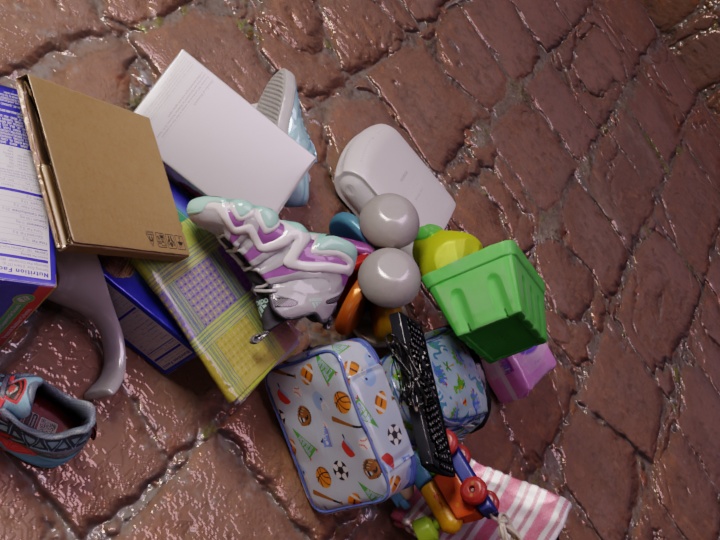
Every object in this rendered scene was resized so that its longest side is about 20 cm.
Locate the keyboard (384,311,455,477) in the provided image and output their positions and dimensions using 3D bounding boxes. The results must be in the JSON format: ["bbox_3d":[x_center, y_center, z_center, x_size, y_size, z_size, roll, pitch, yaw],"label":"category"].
[{"bbox_3d":[0.081,0.143,1.094,0.104,0.039,0.202,26,44,-52],"label":"keyboard"}]

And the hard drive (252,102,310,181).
[{"bbox_3d":[-0.163,-0.154,1.236,0.199,0.026,0.133,-27,87,-51],"label":"hard drive"}]

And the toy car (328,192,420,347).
[{"bbox_3d":[0.000,0.000,1.238,0.148,0.176,0.202,4,58,-4],"label":"toy car"}]

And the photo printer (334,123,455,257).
[{"bbox_3d":[0.050,-0.123,1.410,0.200,0.069,0.167,49,40,-14],"label":"photo printer"}]

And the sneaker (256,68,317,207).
[{"bbox_3d":[-0.099,-0.176,1.248,0.081,0.074,0.202,20,64,-39],"label":"sneaker"}]

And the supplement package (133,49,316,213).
[{"bbox_3d":[-0.174,-0.142,1.091,0.199,0.121,0.120,37,78,-13],"label":"supplement package"}]

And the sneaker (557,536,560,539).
[{"bbox_3d":[0.212,0.388,1.208,0.077,0.141,0.200,27,31,14],"label":"sneaker"}]

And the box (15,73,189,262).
[{"bbox_3d":[-0.246,-0.093,0.894,0.200,0.021,0.165,7,64,-70],"label":"box"}]

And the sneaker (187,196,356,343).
[{"bbox_3d":[-0.109,0.009,0.998,0.198,0.078,0.141,19,82,-16],"label":"sneaker"}]

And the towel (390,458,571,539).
[{"bbox_3d":[0.157,0.311,1.180,0.146,0.198,0.030,-45,143,-43],"label":"towel"}]

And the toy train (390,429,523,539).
[{"bbox_3d":[0.115,0.304,1.119,0.201,0.115,0.085,58,4,33],"label":"toy train"}]

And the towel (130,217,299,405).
[{"bbox_3d":[-0.155,0.039,1.016,0.201,0.023,0.144,56,40,-9],"label":"towel"}]

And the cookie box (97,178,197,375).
[{"bbox_3d":[-0.240,-0.014,1.029,0.200,0.075,0.172,43,42,-22],"label":"cookie box"}]

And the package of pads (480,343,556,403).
[{"bbox_3d":[0.226,0.099,1.457,0.120,0.075,0.201,-27,88,-53],"label":"package of pads"}]

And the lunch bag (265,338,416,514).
[{"bbox_3d":[-0.029,0.180,1.075,0.075,0.159,0.202,-17,85,-47],"label":"lunch bag"}]

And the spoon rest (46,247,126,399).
[{"bbox_3d":[-0.293,0.030,0.933,0.061,0.098,0.202,-48,124,-59],"label":"spoon rest"}]

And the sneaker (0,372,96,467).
[{"bbox_3d":[-0.332,0.113,0.837,0.199,0.095,0.080,28,48,-33],"label":"sneaker"}]

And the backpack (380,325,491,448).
[{"bbox_3d":[0.091,0.162,1.239,0.199,0.153,0.165,-11,78,-37],"label":"backpack"}]

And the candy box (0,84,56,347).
[{"bbox_3d":[-0.353,-0.045,0.855,0.076,0.169,0.202,10,60,-39],"label":"candy box"}]

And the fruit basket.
[{"bbox_3d":[0.159,0.009,1.254,0.216,0.154,0.217,57,18,-32],"label":"fruit basket"}]
